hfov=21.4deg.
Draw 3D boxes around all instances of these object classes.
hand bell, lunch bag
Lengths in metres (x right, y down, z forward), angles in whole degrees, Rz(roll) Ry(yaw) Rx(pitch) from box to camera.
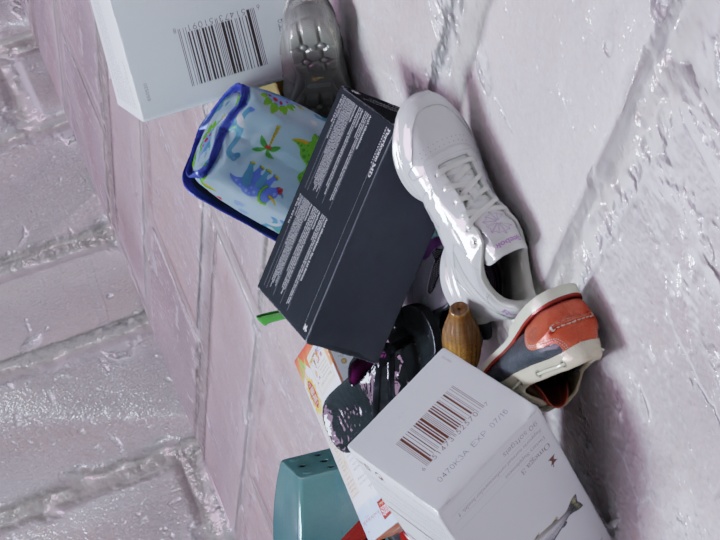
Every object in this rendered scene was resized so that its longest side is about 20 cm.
[{"bbox_3d":[0.086,0.100,1.593,0.200,0.104,0.104,81,163,-46],"label":"hand bell"},{"bbox_3d":[-0.077,-0.097,1.848,0.170,0.127,0.200,29,-179,-11],"label":"lunch bag"}]

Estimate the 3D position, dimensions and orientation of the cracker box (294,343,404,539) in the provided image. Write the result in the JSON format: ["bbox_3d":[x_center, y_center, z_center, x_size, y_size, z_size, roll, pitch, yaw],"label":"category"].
[{"bbox_3d":[0.008,0.152,1.826,0.134,0.058,0.200,126,124,-69],"label":"cracker box"}]

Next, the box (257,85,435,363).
[{"bbox_3d":[-0.001,-0.041,1.646,0.200,0.079,0.141,-67,24,11],"label":"box"}]

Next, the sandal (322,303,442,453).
[{"bbox_3d":[0.013,0.104,1.688,0.075,0.048,0.200,58,138,21],"label":"sandal"}]

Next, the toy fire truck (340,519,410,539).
[{"bbox_3d":[0.041,0.338,2.001,0.112,0.168,0.200,90,157,-52],"label":"toy fire truck"}]

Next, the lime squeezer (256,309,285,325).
[{"bbox_3d":[0.000,0.000,1.768,0.071,0.200,0.038,47,-172,-3],"label":"lime squeezer"}]

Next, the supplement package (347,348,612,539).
[{"bbox_3d":[0.099,0.181,1.516,0.117,0.117,0.200,31,161,44],"label":"supplement package"}]

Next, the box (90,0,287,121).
[{"bbox_3d":[-0.166,-0.277,1.917,0.131,0.199,0.200,-146,39,-68],"label":"box"}]

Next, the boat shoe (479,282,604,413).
[{"bbox_3d":[0.143,0.078,1.482,0.063,0.071,0.200,63,160,19],"label":"boat shoe"}]

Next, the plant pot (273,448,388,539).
[{"bbox_3d":[-0.028,0.323,2.301,0.141,0.141,0.200,-154,54,-71],"label":"plant pot"}]

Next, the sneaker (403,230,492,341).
[{"bbox_3d":[0.070,0.057,1.707,0.200,0.078,0.140,90,157,-54],"label":"sneaker"}]

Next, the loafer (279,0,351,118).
[{"bbox_3d":[-0.043,-0.201,1.844,0.200,0.070,0.070,92,175,-60],"label":"loafer"}]

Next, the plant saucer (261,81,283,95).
[{"bbox_3d":[-0.064,-0.114,2.057,0.200,0.048,0.200,-179,71,-75],"label":"plant saucer"}]

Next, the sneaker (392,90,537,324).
[{"bbox_3d":[0.093,-0.053,1.523,0.100,0.075,0.200,1,115,63],"label":"sneaker"}]
